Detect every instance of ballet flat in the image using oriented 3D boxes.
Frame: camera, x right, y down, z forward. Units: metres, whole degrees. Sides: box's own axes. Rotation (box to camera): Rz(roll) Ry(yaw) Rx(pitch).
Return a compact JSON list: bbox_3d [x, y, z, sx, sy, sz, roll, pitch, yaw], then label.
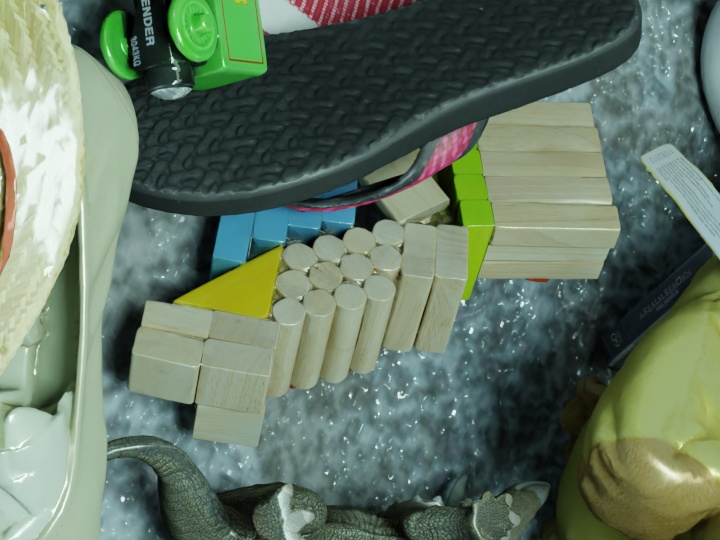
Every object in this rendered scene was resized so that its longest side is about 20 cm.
[{"bbox_3d":[-0.110,0.026,0.677,0.069,0.069,0.201,12,79,-41],"label":"ballet flat"}]

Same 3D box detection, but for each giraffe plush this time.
[{"bbox_3d":[0.130,0.079,0.826,0.172,0.162,0.201,-10,60,-27],"label":"giraffe plush"}]

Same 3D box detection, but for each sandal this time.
[{"bbox_3d":[0.007,-0.053,0.757,0.199,0.075,0.045,-19,139,-19],"label":"sandal"}]

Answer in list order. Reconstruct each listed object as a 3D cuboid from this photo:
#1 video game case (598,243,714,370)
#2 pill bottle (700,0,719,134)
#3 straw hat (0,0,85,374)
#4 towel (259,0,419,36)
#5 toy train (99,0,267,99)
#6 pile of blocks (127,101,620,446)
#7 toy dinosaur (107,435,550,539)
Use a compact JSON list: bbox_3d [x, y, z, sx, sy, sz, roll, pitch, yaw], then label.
[{"bbox_3d":[0.210,-0.012,0.898,0.142,0.200,0.019,17,41,-40],"label":"video game case"},{"bbox_3d":[0.246,-0.105,0.959,0.200,0.108,0.109,-25,108,-38],"label":"pill bottle"},{"bbox_3d":[-0.177,-0.042,0.606,0.200,0.085,0.202,-9,103,-43],"label":"straw hat"},{"bbox_3d":[0.005,-0.162,0.802,0.144,0.023,0.201,34,71,-36],"label":"towel"},{"bbox_3d":[-0.064,-0.153,0.715,0.056,0.042,0.201,-1,83,-55],"label":"toy train"},{"bbox_3d":[0.000,0.000,0.788,0.199,0.082,0.062,-22,151,-24],"label":"pile of blocks"},{"bbox_3d":[-0.012,0.100,0.757,0.199,0.102,0.077,6,78,-27],"label":"toy dinosaur"}]
